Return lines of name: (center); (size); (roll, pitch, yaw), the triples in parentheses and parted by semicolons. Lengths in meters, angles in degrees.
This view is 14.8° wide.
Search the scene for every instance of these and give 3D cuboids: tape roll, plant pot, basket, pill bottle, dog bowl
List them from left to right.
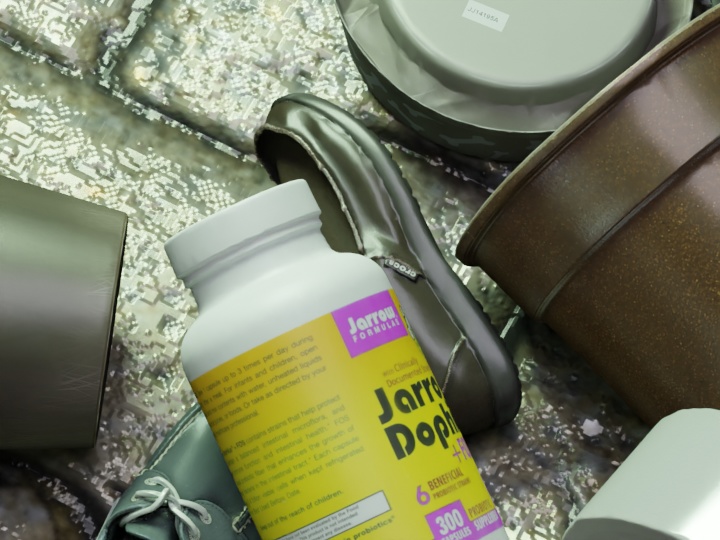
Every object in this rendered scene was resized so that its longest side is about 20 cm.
basket: (-0.214, 0.013, 1.297); (0.200, 0.136, 0.181); (8, 67, -5)
pill bottle: (-0.016, 0.063, 1.271); (0.104, 0.104, 0.200); (-25, 87, -15)
dog bowl: (0.079, -0.146, 1.433); (0.200, 0.059, 0.200); (1, 64, -3)
plant pot: (0.183, 0.005, 1.305); (0.200, 0.200, 0.198); (-36, 80, -19)
tape roll: (0.186, 0.156, 1.217); (0.202, 0.203, 0.071); (38, 67, 13)

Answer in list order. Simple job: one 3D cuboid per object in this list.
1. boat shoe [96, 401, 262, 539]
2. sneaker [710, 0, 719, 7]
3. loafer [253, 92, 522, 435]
boat shoe: (-0.087, 0.130, 1.284); (0.073, 0.062, 0.200); (24, 64, 10)
sneaker: (0.259, -0.117, 1.412); (0.200, 0.075, 0.085); (28, 35, 16)
loafer: (0.000, 0.000, 1.347); (0.071, 0.073, 0.200); (-28, 69, -19)
